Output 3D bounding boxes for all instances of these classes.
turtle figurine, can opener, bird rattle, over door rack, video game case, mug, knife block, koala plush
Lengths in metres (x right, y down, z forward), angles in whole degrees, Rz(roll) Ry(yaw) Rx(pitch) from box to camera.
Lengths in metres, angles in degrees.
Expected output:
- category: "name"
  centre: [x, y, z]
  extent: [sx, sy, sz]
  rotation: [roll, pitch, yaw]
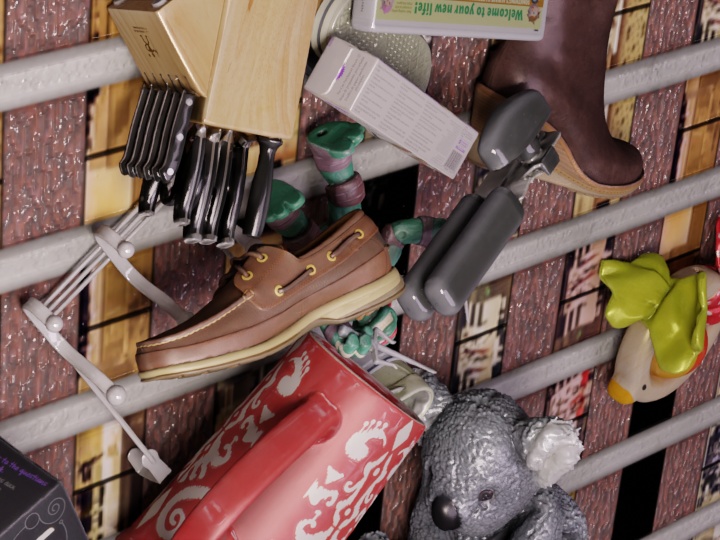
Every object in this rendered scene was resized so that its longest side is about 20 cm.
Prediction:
- category: "turtle figurine"
  centre: [0.000, 0.000, 1.585]
  extent: [0.200, 0.100, 0.150]
  rotation: [60, 44, -35]
- category: "can opener"
  centre: [0.081, -0.045, 1.583]
  extent: [0.067, 0.053, 0.200]
  rotation: [51, 50, -23]
- category: "bird rattle"
  centre: [0.273, 0.036, 1.942]
  extent: [0.200, 0.112, 0.163]
  rotation: [-25, 142, -53]
- category: "over door rack"
  centre: [-0.121, 0.040, 1.504]
  extent: [0.148, 0.067, 0.200]
  rotation: [-46, 139, -16]
- category: "video game case"
  centre: [0.071, -0.246, 1.489]
  extent: [0.200, 0.022, 0.183]
  rotation: [-5, 105, -52]
- category: "mug"
  centre: [-0.052, 0.156, 1.541]
  extent: [0.133, 0.178, 0.200]
  rotation: [39, 91, -15]
- category: "knife block"
  centre: [-0.072, -0.119, 1.426]
  extent: [0.200, 0.064, 0.176]
  rotation: [-41, 120, -24]
- category: "koala plush"
  centre: [0.095, 0.171, 1.754]
  extent: [0.184, 0.177, 0.201]
  rotation: [-42, 138, -39]

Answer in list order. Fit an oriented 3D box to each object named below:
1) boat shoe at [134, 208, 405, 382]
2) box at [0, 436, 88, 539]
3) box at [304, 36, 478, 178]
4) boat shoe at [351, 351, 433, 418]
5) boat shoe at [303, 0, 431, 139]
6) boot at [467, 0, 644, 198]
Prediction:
- category: "boat shoe"
  centre: [-0.064, 0.017, 1.457]
  extent: [0.200, 0.072, 0.068]
  rotation: [-23, 98, -31]
- category: "box"
  centre: [-0.272, 0.208, 1.407]
  extent: [0.200, 0.106, 0.123]
  rotation: [-41, 139, -24]
- category: "box"
  centre: [0.024, -0.106, 1.505]
  extent: [0.042, 0.039, 0.200]
  rotation: [-62, 156, 2]
- category: "boat shoe"
  centre: [-0.030, 0.132, 1.662]
  extent: [0.200, 0.062, 0.072]
  rotation: [-44, 138, -18]
- category: "boat shoe"
  centre: [-0.004, -0.148, 1.527]
  extent: [0.075, 0.062, 0.200]
  rotation: [-60, 154, -6]
- category: "boot"
  centre: [0.173, -0.146, 1.709]
  extent: [0.200, 0.072, 0.167]
  rotation: [7, 109, -46]
